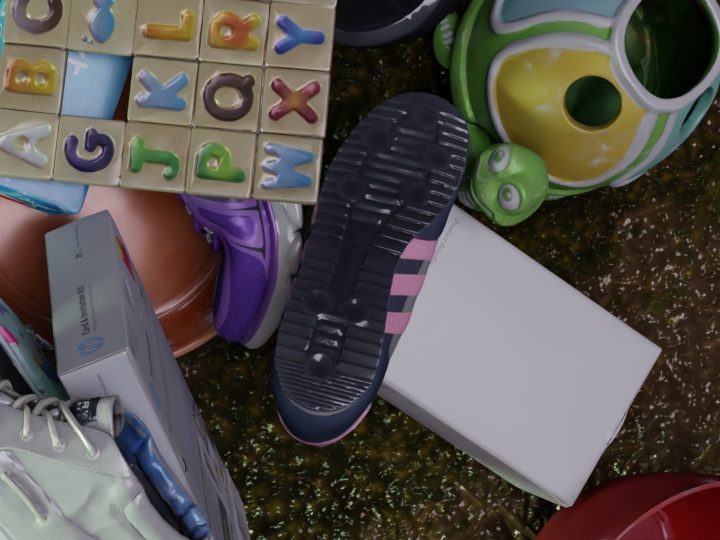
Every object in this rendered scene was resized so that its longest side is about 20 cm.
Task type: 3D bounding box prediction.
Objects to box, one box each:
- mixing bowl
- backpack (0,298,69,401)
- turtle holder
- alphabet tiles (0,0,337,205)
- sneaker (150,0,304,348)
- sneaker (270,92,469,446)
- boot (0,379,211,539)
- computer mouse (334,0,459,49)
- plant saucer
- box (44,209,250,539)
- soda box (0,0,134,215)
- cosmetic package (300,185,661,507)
[{"bbox_3d":[0.160,0.192,1.542,0.200,0.108,0.201,-11,114,-28],"label":"mixing bowl"},{"bbox_3d":[-0.229,0.091,1.390,0.177,0.151,0.200,-35,109,0],"label":"backpack"},{"bbox_3d":[0.116,-0.110,1.492,0.185,0.132,0.141,-17,95,-32],"label":"turtle holder"},{"bbox_3d":[-0.094,-0.139,1.377,0.167,0.008,0.201,5,84,1],"label":"alphabet tiles"},{"bbox_3d":[-0.077,-0.056,1.435,0.083,0.081,0.201,-8,110,-10],"label":"sneaker"},{"bbox_3d":[0.000,0.000,1.431,0.070,0.082,0.200,22,62,6],"label":"sneaker"},{"bbox_3d":[-0.154,0.073,1.282,0.095,0.074,0.200,-29,114,23],"label":"boot"},{"bbox_3d":[0.047,-0.196,1.509,0.138,0.053,0.200,36,81,23],"label":"computer mouse"},{"bbox_3d":[-0.137,-0.047,1.481,0.200,0.032,0.201,-2,95,-19],"label":"plant saucer"},{"bbox_3d":[-0.104,0.090,1.408,0.041,0.156,0.200,-20,118,2],"label":"box"},{"bbox_3d":[-0.150,-0.132,1.421,0.068,0.064,0.201,21,85,-18],"label":"soda box"},{"bbox_3d":[0.053,0.033,1.522,0.200,0.085,0.108,36,82,-18],"label":"cosmetic package"}]
